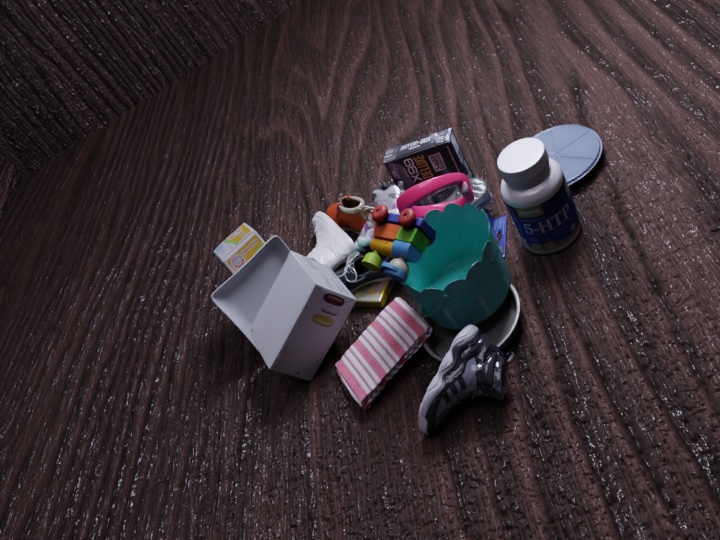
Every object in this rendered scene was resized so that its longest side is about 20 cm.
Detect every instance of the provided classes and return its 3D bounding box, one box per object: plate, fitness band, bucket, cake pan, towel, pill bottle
[{"bbox_3d":[-0.200,0.058,1.467,0.200,0.201,0.032,-43,22,-9],"label":"plate"},{"bbox_3d":[0.143,-0.133,1.253,0.141,0.200,0.038,-21,79,15],"label":"fitness band"},{"bbox_3d":[0.170,-0.004,1.212,0.203,0.136,0.210,-22,39,19],"label":"bucket"},{"bbox_3d":[0.206,0.096,1.224,0.197,0.037,0.203,-22,40,20],"label":"cake pan"},{"bbox_3d":[0.043,0.155,1.279,0.200,0.030,0.146,-48,32,1],"label":"towel"},{"bbox_3d":[0.329,-0.140,1.233,0.117,0.201,0.121,-21,40,19],"label":"pill bottle"}]

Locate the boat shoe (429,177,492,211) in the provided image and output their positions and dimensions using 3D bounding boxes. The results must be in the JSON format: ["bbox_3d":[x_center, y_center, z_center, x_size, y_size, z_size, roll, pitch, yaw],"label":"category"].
[{"bbox_3d":[0.186,-0.111,1.380,0.201,0.065,0.075,-39,54,10],"label":"boat shoe"}]

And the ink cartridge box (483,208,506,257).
[{"bbox_3d":[0.207,-0.061,1.385,0.196,0.042,0.121,-11,45,28],"label":"ink cartridge box"}]

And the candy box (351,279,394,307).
[{"bbox_3d":[0.045,-0.007,1.468,0.100,0.027,0.203,0,52,38],"label":"candy box"}]

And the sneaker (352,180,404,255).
[{"bbox_3d":[0.045,-0.124,1.439,0.199,0.076,0.143,-32,56,49],"label":"sneaker"}]

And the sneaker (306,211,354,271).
[{"bbox_3d":[-0.097,-0.064,1.603,0.115,0.074,0.200,-39,39,-7],"label":"sneaker"}]

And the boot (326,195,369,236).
[{"bbox_3d":[-0.032,-0.147,1.609,0.075,0.108,0.198,-50,38,-15],"label":"boot"}]

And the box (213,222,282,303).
[{"bbox_3d":[-0.232,0.004,1.523,0.101,0.201,0.112,-42,26,-9],"label":"box"}]

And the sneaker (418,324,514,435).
[{"bbox_3d":[0.179,0.202,1.103,0.112,0.075,0.203,28,93,24],"label":"sneaker"}]

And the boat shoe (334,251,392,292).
[{"bbox_3d":[0.000,0.000,1.426,0.196,0.062,0.076,-13,47,34],"label":"boat shoe"}]

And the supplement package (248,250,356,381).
[{"bbox_3d":[-0.125,0.094,1.375,0.203,0.109,0.156,-61,35,12],"label":"supplement package"}]

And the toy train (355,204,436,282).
[{"bbox_3d":[0.035,-0.051,1.203,0.198,0.084,0.118,14,73,47],"label":"toy train"}]

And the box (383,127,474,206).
[{"bbox_3d":[0.160,-0.193,1.422,0.154,0.201,0.050,-12,41,27],"label":"box"}]

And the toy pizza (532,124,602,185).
[{"bbox_3d":[0.413,-0.232,1.399,0.196,0.032,0.203,-21,40,19],"label":"toy pizza"}]
